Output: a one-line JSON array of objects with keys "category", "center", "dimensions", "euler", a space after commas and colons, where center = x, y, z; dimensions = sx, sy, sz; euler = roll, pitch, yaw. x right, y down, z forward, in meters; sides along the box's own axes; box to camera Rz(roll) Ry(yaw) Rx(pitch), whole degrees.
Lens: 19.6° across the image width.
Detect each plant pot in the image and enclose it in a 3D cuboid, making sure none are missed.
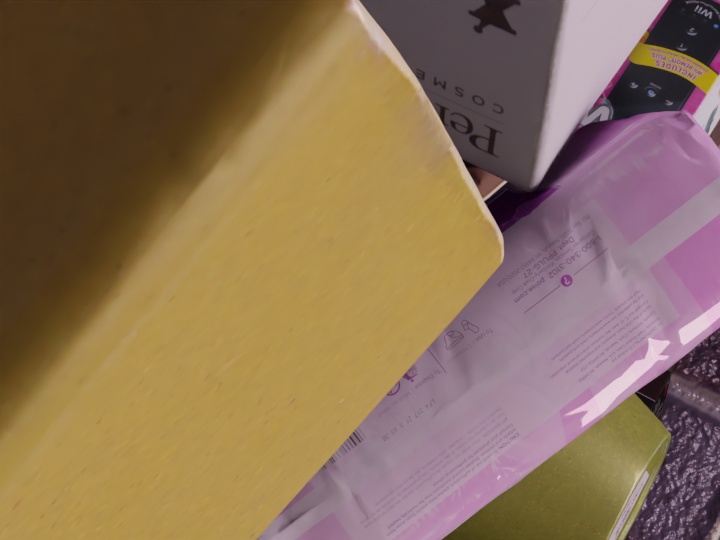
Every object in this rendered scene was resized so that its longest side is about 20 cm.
[{"category": "plant pot", "center": [-0.114, 0.005, 0.410], "dimensions": [0.200, 0.194, 0.196], "euler": [-54, 165, -3]}, {"category": "plant pot", "center": [0.054, 0.078, 1.089], "dimensions": [0.187, 0.199, 0.187], "euler": [-56, 164, -25]}]

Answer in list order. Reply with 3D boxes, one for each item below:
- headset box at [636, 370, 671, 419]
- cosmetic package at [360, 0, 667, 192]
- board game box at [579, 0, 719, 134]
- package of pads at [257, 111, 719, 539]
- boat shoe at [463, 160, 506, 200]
[{"category": "headset box", "center": [0.263, 0.203, 2.307], "dimensions": [0.200, 0.077, 0.149], "euler": [-57, 164, -18]}, {"category": "cosmetic package", "center": [0.031, -0.168, 0.637], "dimensions": [0.165, 0.164, 0.200], "euler": [-54, 162, -28]}, {"category": "board game box", "center": [0.103, -0.095, 1.059], "dimensions": [0.200, 0.147, 0.064], "euler": [-55, 165, -31]}, {"category": "package of pads", "center": [0.039, 0.028, 0.704], "dimensions": [0.200, 0.076, 0.121], "euler": [-37, -177, -5]}, {"category": "boat shoe", "center": [0.005, 0.001, 0.799], "dimensions": [0.202, 0.075, 0.075], "euler": [-17, 114, -44]}]
